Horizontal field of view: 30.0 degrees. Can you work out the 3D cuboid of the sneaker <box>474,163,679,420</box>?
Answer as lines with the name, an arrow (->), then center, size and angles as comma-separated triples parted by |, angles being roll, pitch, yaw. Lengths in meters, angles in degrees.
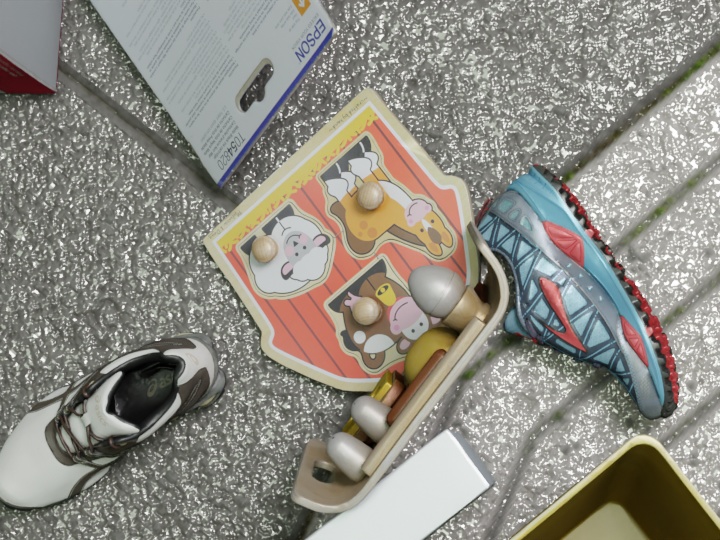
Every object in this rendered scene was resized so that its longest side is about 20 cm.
sneaker -> 0.152, 0.028, 0.967 | 0.095, 0.079, 0.201 | -35, 75, 15

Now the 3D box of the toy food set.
toy food set -> 0.024, 0.059, 0.890 | 0.060, 0.144, 0.201 | 37, 96, -3

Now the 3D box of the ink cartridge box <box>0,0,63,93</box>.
ink cartridge box -> -0.338, -0.220, 1.002 | 0.197, 0.145, 0.147 | 1, 84, 7

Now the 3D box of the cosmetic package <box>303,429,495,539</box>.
cosmetic package -> 0.000, 0.188, 0.918 | 0.199, 0.151, 0.052 | -38, 81, 1

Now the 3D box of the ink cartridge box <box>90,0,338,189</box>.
ink cartridge box -> -0.104, -0.193, 0.964 | 0.040, 0.200, 0.201 | -26, 78, -42

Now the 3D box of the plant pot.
plant pot -> 0.164, 0.244, 0.880 | 0.199, 0.176, 0.201 | -39, 82, 0

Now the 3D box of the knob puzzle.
knob puzzle -> 0.000, 0.000, 0.977 | 0.217, 0.030, 0.223 | 0, 91, 17

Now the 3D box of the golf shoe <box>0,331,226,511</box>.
golf shoe -> -0.195, 0.107, 0.977 | 0.199, 0.094, 0.078 | -35, 82, 3
